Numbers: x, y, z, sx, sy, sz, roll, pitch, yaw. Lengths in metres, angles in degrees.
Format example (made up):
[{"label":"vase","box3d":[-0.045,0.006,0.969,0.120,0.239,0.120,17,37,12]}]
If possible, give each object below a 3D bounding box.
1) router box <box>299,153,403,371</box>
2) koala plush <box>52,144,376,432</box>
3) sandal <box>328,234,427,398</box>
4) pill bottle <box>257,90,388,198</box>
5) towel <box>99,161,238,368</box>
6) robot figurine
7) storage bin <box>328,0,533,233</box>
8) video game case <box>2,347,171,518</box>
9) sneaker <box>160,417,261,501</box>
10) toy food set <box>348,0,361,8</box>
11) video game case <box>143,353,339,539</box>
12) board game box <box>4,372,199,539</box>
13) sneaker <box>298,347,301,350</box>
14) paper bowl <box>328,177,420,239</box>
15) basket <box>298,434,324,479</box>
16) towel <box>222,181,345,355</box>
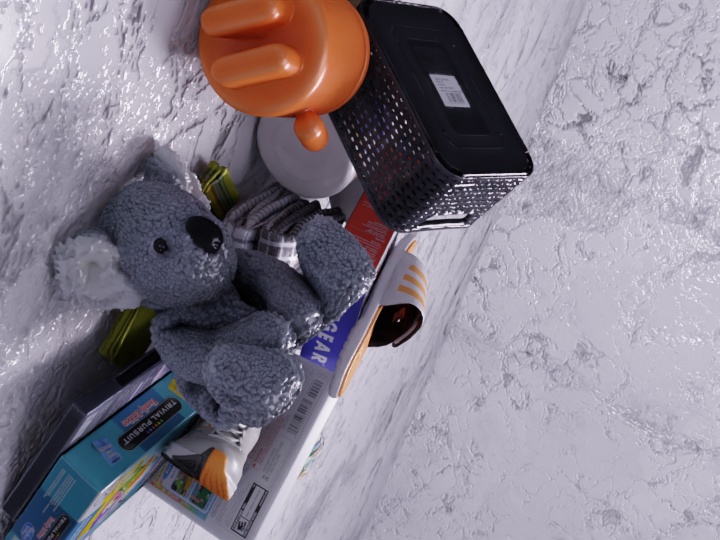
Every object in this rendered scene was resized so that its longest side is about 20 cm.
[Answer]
[{"label":"router box","box3d":[0.000,0.000,1.103,0.201,0.049,0.180,108,7,-50]},{"label":"koala plush","box3d":[-0.130,0.010,0.818,0.184,0.200,0.178,-28,-156,55]},{"label":"sandal","box3d":[0.028,0.054,1.015,0.079,0.059,0.207,108,7,-50]},{"label":"pill bottle","box3d":[-0.014,-0.166,1.081,0.200,0.110,0.111,-49,161,-50]},{"label":"towel","box3d":[-0.171,0.000,0.952,0.201,0.018,0.086,-61,167,-12]},{"label":"robot figurine","box3d":[-0.059,-0.183,0.858,0.117,0.144,0.200,-50,172,18]},{"label":"storage bin","box3d":[0.056,-0.146,0.971,0.135,0.201,0.094,-6,153,-44]},{"label":"video game case","box3d":[-0.224,0.128,0.929,0.143,0.019,0.200,-51,176,28]},{"label":"sneaker","box3d":[-0.131,0.156,0.971,0.092,0.076,0.200,-55,-176,-12]},{"label":"toy food set","box3d":[0.001,-0.307,1.014,0.200,0.048,0.199,-39,152,-61]},{"label":"video game case","box3d":[-0.128,0.170,1.082,0.024,0.181,0.201,38,77,-50]},{"label":"board game box","box3d":[-0.226,0.181,0.949,0.151,0.047,0.200,-51,175,30]},{"label":"sneaker","box3d":[-0.076,0.017,1.265,0.203,0.077,0.147,85,30,-68]},{"label":"paper bowl","box3d":[0.027,-0.125,1.251,0.201,0.104,0.202,-165,-90,-78]},{"label":"basket","box3d":[-0.135,0.205,1.231,0.176,0.140,0.200,-33,-178,-15]},{"label":"towel","box3d":[-0.085,0.015,1.015,0.200,0.085,0.167,-49,152,-71]}]
